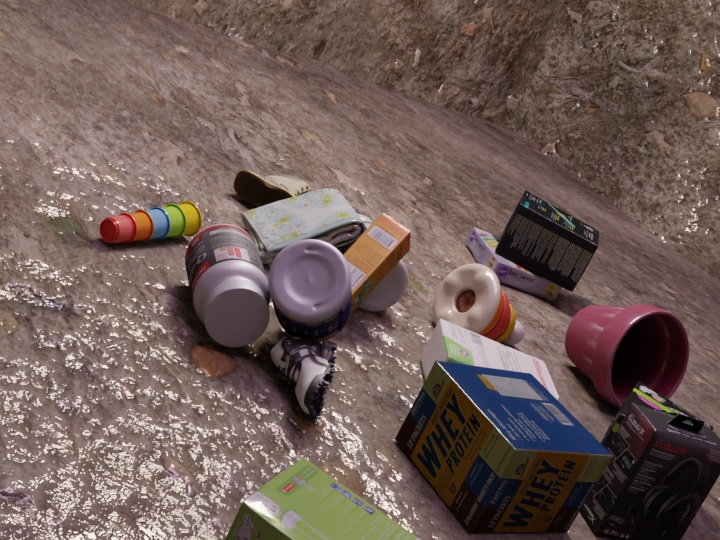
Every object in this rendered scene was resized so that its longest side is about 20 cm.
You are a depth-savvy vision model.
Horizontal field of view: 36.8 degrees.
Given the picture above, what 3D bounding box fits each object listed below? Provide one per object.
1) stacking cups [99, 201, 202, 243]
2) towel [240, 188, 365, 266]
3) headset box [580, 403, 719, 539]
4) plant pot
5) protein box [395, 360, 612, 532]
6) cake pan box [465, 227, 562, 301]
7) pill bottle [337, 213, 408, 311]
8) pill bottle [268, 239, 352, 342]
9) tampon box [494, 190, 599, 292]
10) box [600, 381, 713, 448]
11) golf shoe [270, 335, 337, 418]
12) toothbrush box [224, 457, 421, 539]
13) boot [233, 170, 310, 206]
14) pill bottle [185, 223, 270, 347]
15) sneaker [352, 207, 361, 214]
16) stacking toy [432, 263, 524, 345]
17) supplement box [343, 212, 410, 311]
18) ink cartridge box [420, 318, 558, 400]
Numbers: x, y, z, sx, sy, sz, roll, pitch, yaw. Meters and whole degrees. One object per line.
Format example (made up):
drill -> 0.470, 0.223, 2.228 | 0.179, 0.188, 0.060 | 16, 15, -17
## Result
stacking cups -> -0.337, -0.070, 1.751 | 0.060, 0.061, 0.199 | 33, 24, 19
towel -> -0.106, -0.084, 1.952 | 0.197, 0.049, 0.172 | -16, 33, -12
headset box -> 0.427, 0.293, 1.563 | 0.147, 0.202, 0.077 | 18, 19, -23
plant pot -> 0.493, 0.150, 2.067 | 0.198, 0.203, 0.179 | 14, 7, -30
protein box -> 0.195, 0.242, 1.492 | 0.198, 0.136, 0.199 | 11, 25, -38
cake pan box -> 0.352, -0.016, 2.506 | 0.182, 0.053, 0.201 | 21, 20, -21
pill bottle -> 0.009, -0.020, 1.967 | 0.115, 0.118, 0.200 | 17, 20, -23
pill bottle -> -0.071, 0.041, 1.598 | 0.119, 0.121, 0.200 | 29, -15, 9
tampon box -> 0.426, -0.067, 2.463 | 0.198, 0.127, 0.150 | 29, 20, 5
box -> 0.465, 0.289, 1.739 | 0.147, 0.126, 0.200 | 31, 20, 16
golf shoe -> -0.085, 0.142, 1.501 | 0.093, 0.079, 0.200 | 20, 9, -5
toothbrush box -> -0.028, 0.302, 1.125 | 0.198, 0.087, 0.145 | 31, 19, 15
boot -> -0.137, -0.135, 2.153 | 0.199, 0.073, 0.154 | 34, 18, 24
pill bottle -> -0.194, 0.021, 1.595 | 0.114, 0.117, 0.200 | 18, 20, -22
sneaker -> -0.023, -0.090, 2.155 | 0.076, 0.085, 0.200 | 28, 19, 5
stacking toy -> 0.240, 0.088, 2.023 | 0.199, 0.147, 0.146 | 33, 9, -44
supplement box -> 0.000, 0.000, 1.805 | 0.069, 0.067, 0.200 | 36, 66, 20
ink cartridge box -> 0.207, 0.176, 1.761 | 0.198, 0.085, 0.146 | 22, 20, -10
